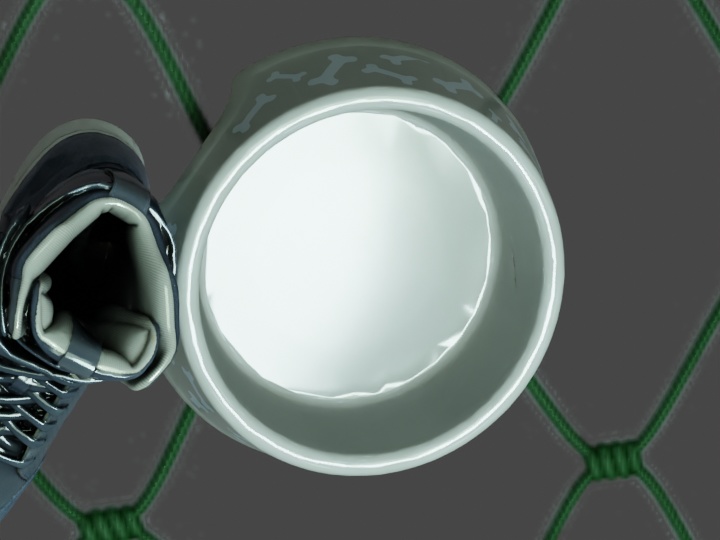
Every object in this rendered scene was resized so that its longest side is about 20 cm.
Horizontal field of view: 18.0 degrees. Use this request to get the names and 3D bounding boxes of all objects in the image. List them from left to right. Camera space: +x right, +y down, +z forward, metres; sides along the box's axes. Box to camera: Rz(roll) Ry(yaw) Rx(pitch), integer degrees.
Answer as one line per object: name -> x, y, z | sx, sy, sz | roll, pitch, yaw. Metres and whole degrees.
sneaker -> -0.140, 0.045, 0.941 | 0.077, 0.146, 0.203 | 21, 101, -20
dog bowl -> 0.000, 0.000, 1.010 | 0.199, 0.059, 0.201 | -4, 106, -13
